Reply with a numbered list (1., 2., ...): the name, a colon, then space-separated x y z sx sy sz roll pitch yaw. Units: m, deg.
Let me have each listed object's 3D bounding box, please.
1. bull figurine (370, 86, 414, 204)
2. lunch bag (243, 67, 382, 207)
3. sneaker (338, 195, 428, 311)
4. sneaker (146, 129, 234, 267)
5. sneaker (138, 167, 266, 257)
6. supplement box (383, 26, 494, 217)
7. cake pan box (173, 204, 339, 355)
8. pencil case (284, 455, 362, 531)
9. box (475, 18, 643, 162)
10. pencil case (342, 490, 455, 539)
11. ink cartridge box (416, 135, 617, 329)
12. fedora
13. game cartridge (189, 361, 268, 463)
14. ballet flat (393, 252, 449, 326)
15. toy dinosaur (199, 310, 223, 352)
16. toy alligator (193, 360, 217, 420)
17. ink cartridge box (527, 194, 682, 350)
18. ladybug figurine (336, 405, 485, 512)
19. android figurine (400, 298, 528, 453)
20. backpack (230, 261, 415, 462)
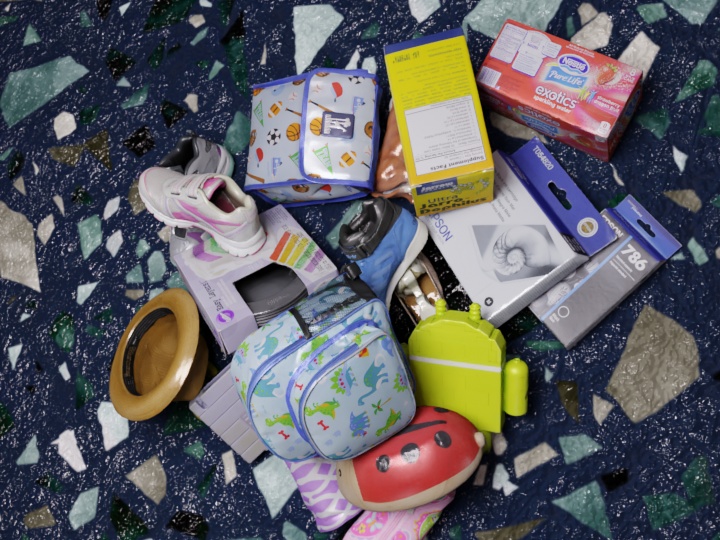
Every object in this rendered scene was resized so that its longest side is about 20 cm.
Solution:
1. bull figurine: 0.078 -0.191 1.108 0.119 0.065 0.204 16 84 20
2. lunch bag: -0.063 -0.189 1.113 0.197 0.123 0.174 -1 80 31
3. sneaker: -0.001 0.000 1.015 0.202 0.110 0.076 -59 33 -1
4. sneaker: -0.276 -0.114 1.175 0.076 0.140 0.204 10 81 28
5. sneaker: -0.217 -0.102 1.074 0.197 0.089 0.082 23 49 7
6. supplement box: 0.103 -0.190 1.013 0.107 0.110 0.204 -11 73 6
7. cake pan box: -0.144 0.008 1.077 0.182 0.053 0.200 -28 43 -13
8. pencil case: -0.066 0.242 1.029 0.083 0.085 0.203 -24 87 -32
9. box: 0.263 -0.240 1.035 0.198 0.095 0.101 29 90 22
10. pencil case: 0.039 0.334 1.003 0.087 0.087 0.201 39 94 22
11. ink cartridge box: 0.200 -0.060 1.026 0.199 0.041 0.201 -38 57 11
12. fedora: -0.271 0.126 1.098 0.198 0.081 0.204 -24 50 31
13. game cartridge: -0.126 0.164 1.089 0.200 0.038 0.130 -42 111 7
14. ballet flat: 0.082 0.032 1.058 0.068 0.067 0.202 -35 69 8
15. toy dinosaur: -0.131 0.089 1.100 0.196 0.059 0.103 -3 121 -1
16. toy alligator: -0.254 0.156 1.159 0.059 0.054 0.201 -43 69 6
17. ink cartridge box: 0.306 -0.002 1.002 0.200 0.039 0.100 -44 68 6
18. ladybug figurine: 0.055 0.221 0.949 0.197 0.073 0.137 -19 32 14
19. android figurine: 0.124 0.134 0.989 0.179 0.041 0.204 4 110 23
20. backpack: -0.042 0.128 0.910 0.198 0.185 0.147 -28 35 -10
